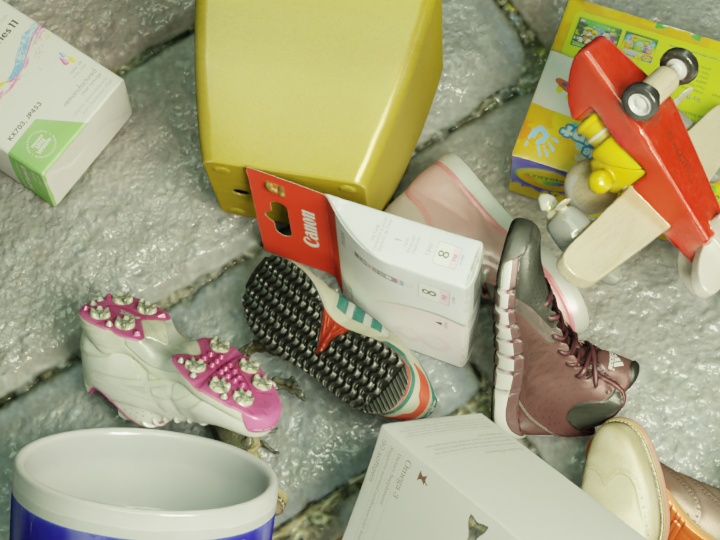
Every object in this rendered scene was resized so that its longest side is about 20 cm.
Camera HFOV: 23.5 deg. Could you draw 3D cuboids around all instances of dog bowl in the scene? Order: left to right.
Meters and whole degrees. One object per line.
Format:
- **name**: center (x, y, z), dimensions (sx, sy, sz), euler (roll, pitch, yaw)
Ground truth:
- **dog bowl**: center (-0.164, 0.185, 1.307), dimensions (0.199, 0.200, 0.079), euler (7, 101, 5)

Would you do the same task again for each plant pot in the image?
- **plant pot**: center (-0.043, -0.140, 1.447), dimensions (0.199, 0.200, 0.177), euler (9, 74, 5)

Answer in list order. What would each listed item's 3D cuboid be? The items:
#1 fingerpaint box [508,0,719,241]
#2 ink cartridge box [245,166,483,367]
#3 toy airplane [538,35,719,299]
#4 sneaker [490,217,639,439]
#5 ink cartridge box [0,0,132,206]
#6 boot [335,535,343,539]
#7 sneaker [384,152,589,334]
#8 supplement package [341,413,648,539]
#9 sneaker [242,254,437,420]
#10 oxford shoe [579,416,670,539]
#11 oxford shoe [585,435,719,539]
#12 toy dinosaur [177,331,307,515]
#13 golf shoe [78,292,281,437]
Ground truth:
- **fingerpaint box**: center (0.247, -0.123, 1.490), dimensions (0.199, 0.073, 0.167), euler (18, 69, 9)
- **ink cartridge box**: center (0.000, 0.000, 1.400), dimensions (0.199, 0.163, 0.057), euler (15, 67, 9)
- **toy airplane**: center (0.226, -0.065, 1.364), dimensions (0.199, 0.141, 0.200), euler (17, 70, -39)
- **sneaker**: center (0.164, 0.050, 1.365), dimensions (0.115, 0.201, 0.076), euler (5, 35, 11)
- **ink cartridge box**: center (-0.316, -0.163, 1.528), dimensions (0.200, 0.067, 0.117), euler (33, 73, 14)
- **boot**: center (0.041, 0.265, 1.343), dimensions (0.199, 0.074, 0.155), euler (-20, 59, -16)
- **sneaker**: center (0.095, 0.000, 1.445), dimensions (0.104, 0.075, 0.200), euler (-35, 65, -13)
- **supplement package**: center (0.099, 0.207, 1.271), dimensions (0.200, 0.117, 0.117), euler (36, 115, 39)
- **sneaker**: center (-0.015, 0.063, 1.426), dimensions (0.200, 0.093, 0.070), euler (37, 93, 36)
- **oxford shoe**: center (0.187, 0.212, 1.320), dimensions (0.071, 0.074, 0.201), euler (-2, 84, 42)
- **oxford shoe**: center (0.263, 0.197, 1.373), dimensions (0.073, 0.071, 0.200), euler (-32, 69, -36)
- **toy dinosaur**: center (-0.098, 0.101, 1.427), dimensions (0.088, 0.047, 0.200), euler (-32, 67, -4)
- **golf shoe**: center (-0.148, 0.094, 1.399), dimensions (0.200, 0.092, 0.075), euler (28, 29, 28)
